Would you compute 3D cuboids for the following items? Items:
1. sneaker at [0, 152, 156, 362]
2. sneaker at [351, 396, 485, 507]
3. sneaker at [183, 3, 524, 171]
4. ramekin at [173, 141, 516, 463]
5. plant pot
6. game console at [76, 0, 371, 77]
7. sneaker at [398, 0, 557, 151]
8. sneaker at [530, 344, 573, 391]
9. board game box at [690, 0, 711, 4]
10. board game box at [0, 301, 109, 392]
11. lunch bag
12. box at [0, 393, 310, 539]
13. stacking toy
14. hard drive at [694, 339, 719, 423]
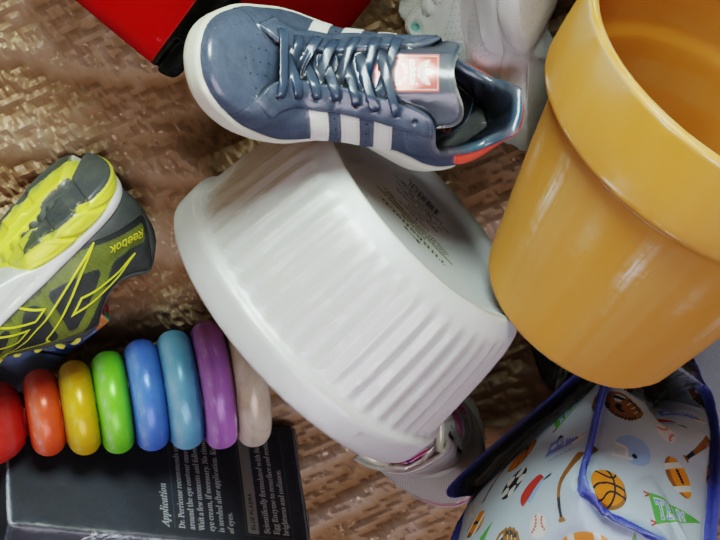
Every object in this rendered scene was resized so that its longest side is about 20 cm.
[{"bbox_3d":[-0.198,0.026,1.307,0.200,0.075,0.085,-42,127,5],"label":"sneaker"},{"bbox_3d":[0.026,0.102,1.445,0.081,0.088,0.200,-26,133,13],"label":"sneaker"},{"bbox_3d":[0.003,-0.100,1.167,0.200,0.075,0.084,8,169,-40],"label":"sneaker"},{"bbox_3d":[0.000,0.000,1.272,0.105,0.200,0.200,-43,127,17],"label":"ramekin"},{"bbox_3d":[0.166,-0.040,1.220,0.200,0.201,0.183,15,129,-24],"label":"plant pot"},{"bbox_3d":[-0.054,-0.208,1.183,0.172,0.119,0.200,39,120,-2],"label":"game console"},{"bbox_3d":[0.062,-0.149,1.224,0.088,0.075,0.200,20,142,18],"label":"sneaker"},{"bbox_3d":[0.158,-0.003,1.385,0.087,0.076,0.200,-5,134,-14],"label":"sneaker"},{"bbox_3d":[0.191,-0.178,1.252,0.135,0.028,0.200,-17,134,7],"label":"board game box"},{"bbox_3d":[-0.258,0.006,1.344,0.103,0.019,0.200,-36,129,23],"label":"board game box"},{"bbox_3d":[0.137,0.145,1.401,0.124,0.200,0.170,37,124,-9],"label":"lunch bag"},{"bbox_3d":[-0.158,0.197,1.480,0.199,0.118,0.197,8,131,-17],"label":"box"},{"bbox_3d":[-0.158,0.080,1.381,0.199,0.086,0.086,-8,134,-9],"label":"stacking toy"},{"bbox_3d":[0.240,0.075,1.502,0.139,0.033,0.200,-3,133,-9],"label":"hard drive"}]
